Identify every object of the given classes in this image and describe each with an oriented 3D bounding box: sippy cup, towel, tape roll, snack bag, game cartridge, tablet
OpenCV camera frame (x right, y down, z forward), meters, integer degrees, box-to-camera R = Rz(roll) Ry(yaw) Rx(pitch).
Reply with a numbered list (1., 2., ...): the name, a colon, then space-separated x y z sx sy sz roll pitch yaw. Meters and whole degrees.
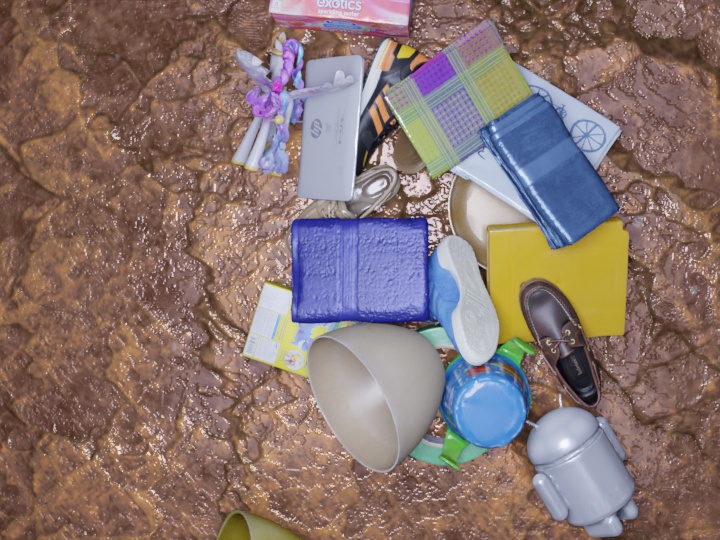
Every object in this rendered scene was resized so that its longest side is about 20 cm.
1. sippy cup: 0.172 0.182 1.280 0.138 0.130 0.180 -3 93 4
2. towel: 0.255 -0.134 1.266 0.111 0.049 0.201 -31 83 -16
3. tape roll: 0.122 0.181 1.372 0.198 0.048 0.203 0 92 3
4. snack bag: 0.244 -0.172 1.316 0.188 0.021 0.201 33 75 6
5. game cartridge: 0.279 0.015 1.333 0.197 0.032 0.178 -4 111 -1
6. towel: 0.141 -0.235 1.282 0.199 0.023 0.144 -37 103 -13
7. towel: 0.000 0.000 1.307 0.197 0.050 0.150 -1 83 10
8. tablet: -0.046 -0.203 1.339 0.014 0.129 0.203 2 94 -41

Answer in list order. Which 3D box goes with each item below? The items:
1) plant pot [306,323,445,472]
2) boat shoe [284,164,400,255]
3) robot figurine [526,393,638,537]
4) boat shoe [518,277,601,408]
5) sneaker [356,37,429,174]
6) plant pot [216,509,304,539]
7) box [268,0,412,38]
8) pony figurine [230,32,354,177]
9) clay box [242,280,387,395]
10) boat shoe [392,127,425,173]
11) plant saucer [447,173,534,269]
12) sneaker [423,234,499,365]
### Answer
1. plant pot: 0.037 0.152 1.276 0.134 0.200 0.202 -27 91 -30
2. boat shoe: -0.030 -0.089 1.359 0.199 0.065 0.072 -38 90 5
3. robot figurine: 0.312 0.279 1.331 0.169 0.113 0.201 -33 91 -36
4. boat shoe: 0.287 0.103 1.314 0.070 0.070 0.201 -30 108 12
5. sneaker: 0.040 -0.227 1.345 0.089 0.070 0.202 18 93 5
6. plant pot: -0.126 0.457 1.348 0.141 0.200 0.202 13 94 -23
7. box: -0.023 -0.397 1.328 0.197 0.095 0.104 7 93 3
8. pony figurine: -0.116 -0.236 1.304 0.165 0.193 0.202 14 96 -20
9. clay box: -0.062 0.100 1.380 0.198 0.048 0.116 19 94 1
10. boat shoe: 0.120 -0.218 1.339 0.072 0.072 0.201 29 85 26
11. plant saucer: 0.225 -0.093 1.356 0.198 0.035 0.203 0 93 4
12. sneaker: 0.125 0.061 1.312 0.076 0.111 0.202 9 52 -31
